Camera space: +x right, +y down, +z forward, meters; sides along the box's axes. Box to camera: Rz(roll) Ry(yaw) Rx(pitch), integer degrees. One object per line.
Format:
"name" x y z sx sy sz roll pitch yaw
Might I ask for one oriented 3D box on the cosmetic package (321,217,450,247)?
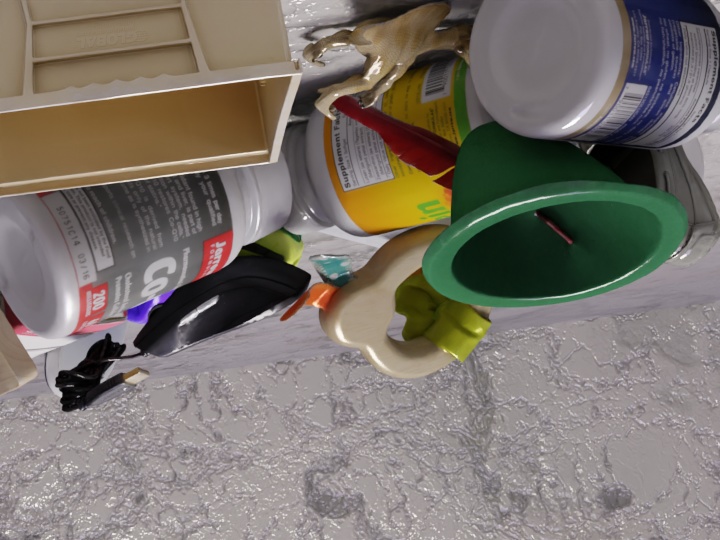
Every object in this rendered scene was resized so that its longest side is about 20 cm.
"cosmetic package" 0.009 -0.056 1.450 0.199 0.052 0.151 15 174 2

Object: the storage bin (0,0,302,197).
"storage bin" -0.144 -0.114 0.977 0.198 0.094 0.200 -8 172 -8

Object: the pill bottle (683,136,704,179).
"pill bottle" 0.211 -0.076 1.565 0.113 0.114 0.200 -6 171 -22

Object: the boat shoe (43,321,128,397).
"boat shoe" -0.237 0.016 1.459 0.065 0.201 0.072 -8 152 30

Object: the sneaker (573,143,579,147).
"sneaker" 0.094 -0.112 1.390 0.099 0.070 0.200 14 165 -33

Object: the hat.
"hat" 0.102 -0.087 1.156 0.199 0.177 0.166 -1 152 -15

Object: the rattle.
"rattle" 0.000 0.000 1.336 0.199 0.143 0.131 1 132 -32

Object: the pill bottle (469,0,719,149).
"pill bottle" 0.171 -0.135 1.124 0.111 0.112 0.200 -16 169 41

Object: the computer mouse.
"computer mouse" -0.138 0.039 1.278 0.199 0.046 0.140 -22 -167 16

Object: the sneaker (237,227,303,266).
"sneaker" -0.138 -0.041 1.373 0.199 0.074 0.084 21 -152 9

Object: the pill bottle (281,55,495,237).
"pill bottle" 0.029 -0.087 1.292 0.199 0.112 0.111 -14 171 29

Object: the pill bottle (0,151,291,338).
"pill bottle" -0.154 -0.039 1.226 0.199 0.114 0.114 -24 -179 -32

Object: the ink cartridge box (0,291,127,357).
"ink cartridge box" -0.269 -0.010 1.357 0.083 0.147 0.200 -1 168 -38

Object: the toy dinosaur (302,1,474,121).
"toy dinosaur" 0.011 -0.147 1.130 0.101 0.058 0.200 -31 171 27

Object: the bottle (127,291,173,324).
"bottle" -0.150 -0.026 1.471 0.200 0.083 0.065 -42 165 -55

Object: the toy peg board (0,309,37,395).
"toy peg board" -0.357 0.030 1.278 0.098 0.200 0.200 -33 -174 -31

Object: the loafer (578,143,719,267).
"loafer" 0.187 -0.090 1.228 0.070 0.200 0.070 13 129 -40
